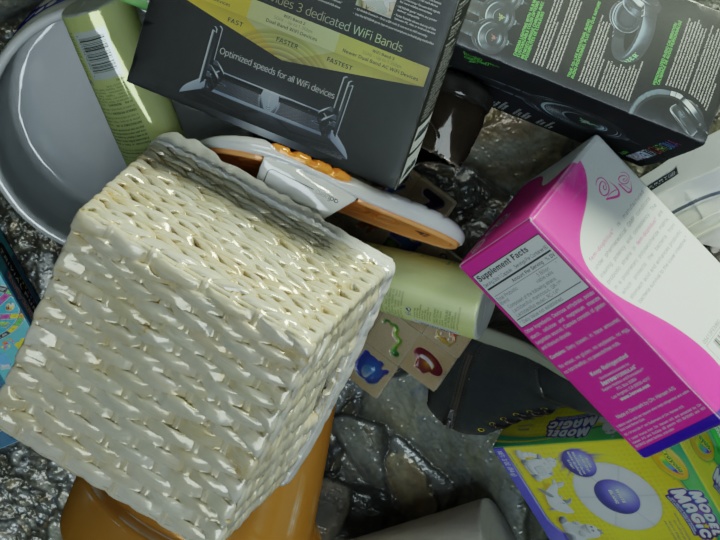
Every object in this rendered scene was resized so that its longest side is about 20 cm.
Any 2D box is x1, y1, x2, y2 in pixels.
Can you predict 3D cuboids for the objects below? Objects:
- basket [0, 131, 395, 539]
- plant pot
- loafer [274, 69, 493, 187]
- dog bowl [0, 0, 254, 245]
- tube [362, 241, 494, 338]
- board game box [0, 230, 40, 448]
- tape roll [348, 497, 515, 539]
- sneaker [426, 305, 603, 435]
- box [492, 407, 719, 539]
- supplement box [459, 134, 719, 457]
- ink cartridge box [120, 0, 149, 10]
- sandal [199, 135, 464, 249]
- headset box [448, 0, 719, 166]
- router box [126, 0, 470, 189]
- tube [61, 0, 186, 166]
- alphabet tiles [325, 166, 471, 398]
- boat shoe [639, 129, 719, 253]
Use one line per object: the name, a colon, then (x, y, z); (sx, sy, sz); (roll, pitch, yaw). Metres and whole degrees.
basket: (-0.117, 0.047, 1.581); (0.200, 0.161, 0.199); (30, 115, 9)
plant pot: (-0.107, 0.144, 1.771); (0.199, 0.200, 0.184); (20, 109, -6)
loafer: (0.005, -0.096, 1.660); (0.073, 0.072, 0.200); (27, 158, -37)
dog bowl: (-0.176, -0.115, 1.719); (0.199, 0.079, 0.201); (1, 115, 3)
tube: (0.000, 0.000, 1.721); (0.199, 0.052, 0.058); (14, 118, 15)
board game box: (-0.325, 0.049, 1.818); (0.151, 0.047, 0.200); (-22, 112, 12)
tape roll: (0.065, 0.293, 1.823); (0.139, 0.203, 0.203); (-19, 112, 12)
sneaker: (0.140, 0.089, 1.777); (0.200, 0.075, 0.107); (23, 127, 29)
box: (0.213, 0.157, 1.783); (0.199, 0.048, 0.118); (-10, 124, 39)
supplement box: (0.186, 0.020, 1.652); (0.200, 0.101, 0.103); (47, 144, -7)
ink cartridge box: (-0.063, -0.215, 1.632); (0.199, 0.146, 0.084); (20, 114, -5)
sandal: (-0.026, -0.039, 1.652); (0.206, 0.079, 0.059); (21, 79, -7)
headset box: (0.142, -0.156, 1.622); (0.199, 0.174, 0.093); (21, 85, -7)
router box: (-0.038, -0.164, 1.523); (0.199, 0.052, 0.158); (23, 115, 7)
tube: (-0.153, -0.102, 1.653); (0.052, 0.058, 0.201); (-19, 110, 6)
alphabet tiles: (0.003, -0.006, 1.762); (0.200, 0.008, 0.167); (37, 112, 8)
boat shoe: (0.257, -0.049, 1.733); (0.200, 0.071, 0.070); (-31, 112, 18)
